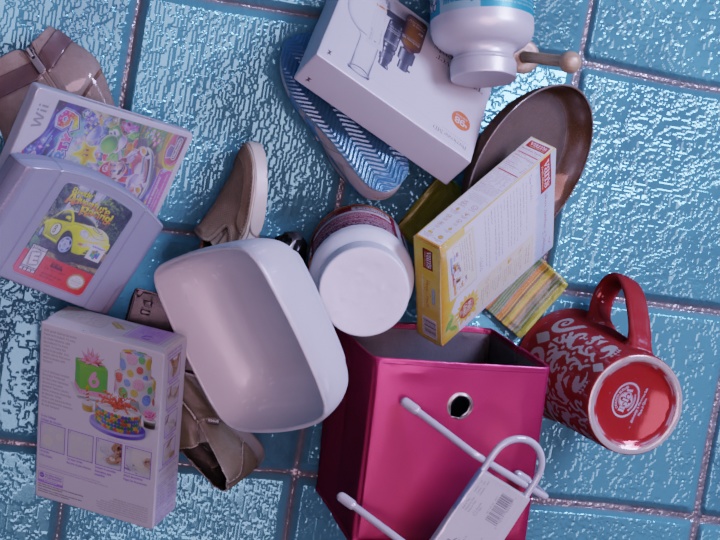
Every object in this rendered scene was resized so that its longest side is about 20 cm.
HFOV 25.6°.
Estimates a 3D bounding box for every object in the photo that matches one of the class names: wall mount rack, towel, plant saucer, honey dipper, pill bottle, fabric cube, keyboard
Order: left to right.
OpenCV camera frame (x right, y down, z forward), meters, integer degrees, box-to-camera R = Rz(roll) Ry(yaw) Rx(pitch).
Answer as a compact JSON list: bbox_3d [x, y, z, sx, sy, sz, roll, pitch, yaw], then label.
[{"bbox_3d":[-0.144,0.054,1.662,0.199,0.021,0.128,16,98,-8],"label":"keyboard"},{"bbox_3d":[0.000,0.000,1.651,0.109,0.200,0.110,0,102,-1],"label":"pill bottle"},{"bbox_3d":[0.070,0.172,1.702,0.195,0.200,0.201,5,99,-15],"label":"fabric cube"},{"bbox_3d":[0.085,0.228,1.581,0.173,0.075,0.201,33,93,-21],"label":"wall mount rack"},{"bbox_3d":[0.127,-0.297,1.664,0.110,0.111,0.201,1,81,-13],"label":"pill bottle"},{"bbox_3d":[0.138,-0.016,1.783,0.200,0.018,0.086,40,87,-15],"label":"towel"},{"bbox_3d":[0.175,-0.115,1.722,0.200,0.032,0.201,-31,138,-32],"label":"plant saucer"},{"bbox_3d":[0.191,-0.224,1.668,0.038,0.200,0.038,-2,99,-14],"label":"honey dipper"}]

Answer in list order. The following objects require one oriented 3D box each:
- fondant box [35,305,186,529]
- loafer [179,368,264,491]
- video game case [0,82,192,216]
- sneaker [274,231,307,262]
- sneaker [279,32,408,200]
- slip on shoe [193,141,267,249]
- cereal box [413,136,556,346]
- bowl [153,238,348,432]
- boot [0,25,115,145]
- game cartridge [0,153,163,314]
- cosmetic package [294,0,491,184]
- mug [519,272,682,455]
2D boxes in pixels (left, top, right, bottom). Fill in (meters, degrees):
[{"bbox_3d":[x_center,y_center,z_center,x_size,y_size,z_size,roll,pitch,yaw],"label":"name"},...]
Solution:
[{"bbox_3d":[-0.260,0.152,1.643,0.143,0.058,0.201,13,112,18],"label":"fondant box"},{"bbox_3d":[-0.188,0.161,1.695,0.200,0.075,0.070,42,53,-15],"label":"loafer"},{"bbox_3d":[-0.276,-0.100,1.611,0.199,0.018,0.144,14,107,-45],"label":"video game case"},{"bbox_3d":[-0.088,0.057,1.721,0.090,0.070,0.201,21,98,-23],"label":"sneaker"},{"bbox_3d":[-0.026,-0.160,1.694,0.076,0.081,0.201,-30,84,-14],"label":"sneaker"},{"bbox_3d":[-0.146,-0.040,1.687,0.060,0.076,0.201,9,104,-20],"label":"slip on shoe"},{"bbox_3d":[0.133,-0.031,1.666,0.200,0.039,0.144,-40,143,-33],"label":"cereal box"},{"bbox_3d":[-0.100,0.058,1.579,0.075,0.199,0.201,-33,103,-38],"label":"bowl"},{"bbox_3d":[-0.344,-0.147,1.631,0.200,0.070,0.147,-38,99,-6],"label":"boot"},{"bbox_3d":[-0.295,-0.040,1.596,0.200,0.041,0.134,25,98,-48],"label":"game cartridge"},{"bbox_3d":[0.040,-0.205,1.668,0.199,0.052,0.151,33,48,-16],"label":"cosmetic package"},{"bbox_3d":[0.260,0.104,1.735,0.133,0.200,0.179,-10,101,-11],"label":"mug"}]
